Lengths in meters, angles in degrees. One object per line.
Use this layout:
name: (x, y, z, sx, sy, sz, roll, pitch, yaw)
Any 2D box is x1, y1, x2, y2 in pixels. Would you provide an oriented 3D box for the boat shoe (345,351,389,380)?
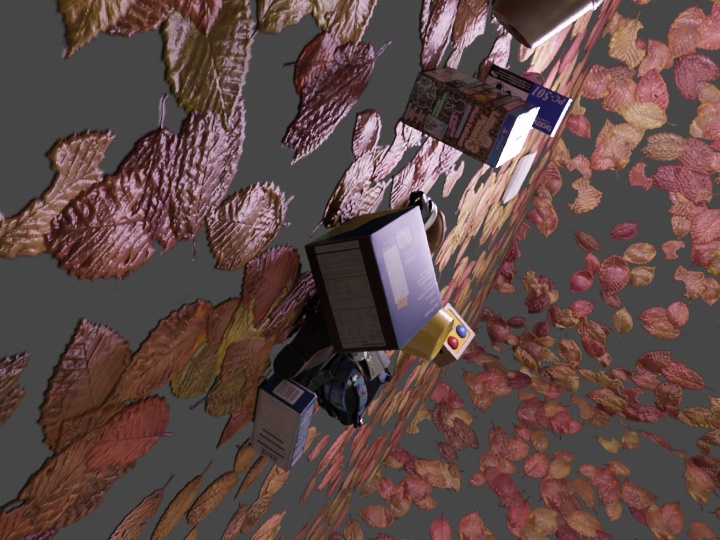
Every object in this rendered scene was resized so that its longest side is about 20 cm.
boat shoe: (-0.001, 0.162, 1.407, 0.067, 0.073, 0.200, -51, 129, -20)

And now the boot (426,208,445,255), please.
boot: (0.154, -0.066, 1.708, 0.075, 0.073, 0.201, -24, 144, -48)

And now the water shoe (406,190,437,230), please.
water shoe: (0.082, -0.078, 1.409, 0.201, 0.071, 0.079, -57, 135, -12)

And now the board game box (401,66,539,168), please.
board game box: (0.204, -0.288, 1.244, 0.159, 0.199, 0.097, -33, 149, -56)

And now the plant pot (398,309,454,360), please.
plant pot: (0.136, 0.134, 1.765, 0.201, 0.188, 0.201, -53, 162, -25)

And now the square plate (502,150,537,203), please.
square plate: (0.617, -0.370, 2.625, 0.198, 0.028, 0.201, -30, 146, -59)

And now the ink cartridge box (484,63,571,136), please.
ink cartridge box: (0.383, -0.401, 1.584, 0.044, 0.199, 0.095, -20, 137, -65)

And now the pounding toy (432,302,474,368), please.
pounding toy: (0.293, 0.217, 2.406, 0.142, 0.200, 0.184, -36, -174, 47)

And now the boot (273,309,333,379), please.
boot: (-0.079, 0.132, 1.301, 0.200, 0.075, 0.097, -39, 169, 3)

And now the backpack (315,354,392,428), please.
backpack: (-0.024, 0.240, 1.562, 0.183, 0.134, 0.201, -53, 154, -26)

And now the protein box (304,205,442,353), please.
protein box: (0.030, 0.014, 1.192, 0.198, 0.134, 0.202, -35, 114, -55)

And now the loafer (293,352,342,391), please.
loafer: (-0.088, 0.216, 1.446, 0.201, 0.070, 0.068, -59, 163, -5)

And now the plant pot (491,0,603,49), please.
plant pot: (0.362, -0.552, 1.347, 0.174, 0.200, 0.200, -46, 167, 15)

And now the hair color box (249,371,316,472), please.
hair color box: (-0.156, 0.302, 1.338, 0.061, 0.100, 0.201, -44, 157, -46)

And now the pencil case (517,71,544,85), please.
pencil case: (0.474, -0.484, 1.931, 0.088, 0.087, 0.200, -57, 164, -12)

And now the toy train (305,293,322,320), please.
toy train: (-0.089, 0.116, 1.338, 0.046, 0.034, 0.201, -35, 151, -25)
